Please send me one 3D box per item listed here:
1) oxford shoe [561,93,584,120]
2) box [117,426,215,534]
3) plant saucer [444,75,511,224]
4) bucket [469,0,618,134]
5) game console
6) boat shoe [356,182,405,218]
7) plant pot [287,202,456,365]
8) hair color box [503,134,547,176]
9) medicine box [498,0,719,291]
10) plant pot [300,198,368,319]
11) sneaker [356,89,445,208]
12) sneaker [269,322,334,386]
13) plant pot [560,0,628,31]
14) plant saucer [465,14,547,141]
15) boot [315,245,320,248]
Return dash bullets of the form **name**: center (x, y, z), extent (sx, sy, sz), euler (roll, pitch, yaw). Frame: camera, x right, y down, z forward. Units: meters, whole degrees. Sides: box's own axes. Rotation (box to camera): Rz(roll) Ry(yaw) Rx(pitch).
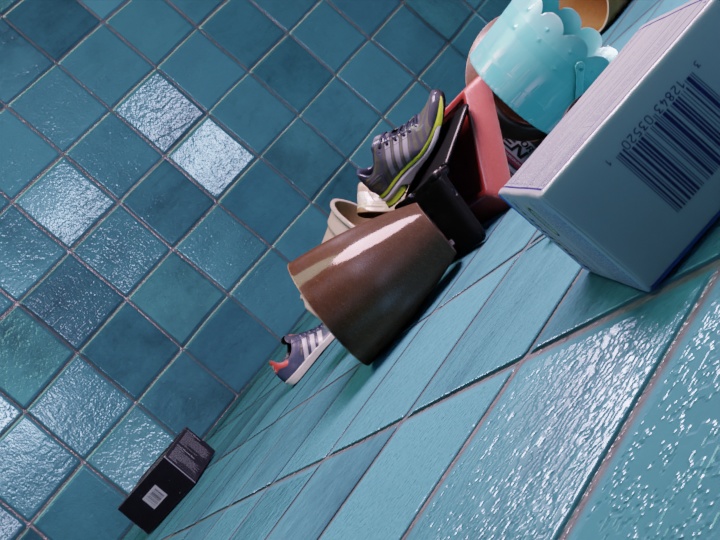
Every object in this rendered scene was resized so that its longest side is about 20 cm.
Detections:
- **oxford shoe**: center (0.226, -0.123, 1.150), extent (0.200, 0.073, 0.084), euler (-52, 3, -34)
- **box**: center (-0.478, 0.519, 2.648), extent (0.200, 0.104, 0.182), euler (-48, 5, 17)
- **plant saucer**: center (0.160, -0.171, 1.600), extent (0.037, 0.200, 0.200), euler (-8, -9, -15)
- **bucket**: center (0.263, -0.295, 1.501), extent (0.135, 0.207, 0.207), euler (-47, 4, 24)
- **game console**: center (0.136, -0.121, 1.583), extent (0.116, 0.176, 0.200), euler (-35, -1, -18)
- **boat shoe**: center (0.093, -0.122, 1.846), extent (0.072, 0.200, 0.065), euler (128, 143, -76)
- **plant pot**: center (0.031, 0.001, 1.521), extent (0.200, 0.187, 0.187), euler (-39, 5, 6)
- **hair color box**: center (0.254, -0.233, 1.696), extent (0.200, 0.099, 0.061), euler (-51, 5, -16)
- **medicine box**: center (0.209, -0.092, 0.785), extent (0.182, 0.103, 0.200), euler (-49, 3, 3)
- **plant pot**: center (-0.008, 0.003, 1.875), extent (0.184, 0.200, 0.200), euler (-59, 1, 14)
- **sneaker**: center (0.062, -0.187, 1.588), extent (0.200, 0.081, 0.074), euler (-58, 9, 27)
- **sneaker**: center (-0.117, 0.149, 2.291), extent (0.200, 0.085, 0.075), euler (-50, 4, -20)
- **plant pot**: center (0.503, -0.614, 2.206), extent (0.200, 0.186, 0.186), euler (-37, -1, -23)
- **plant saucer**: center (0.258, -0.298, 1.631), extent (0.200, 0.200, 0.034), euler (-50, 18, -7)
- **boot**: center (0.000, 0.000, 1.680), extent (0.155, 0.074, 0.200), euler (-15, -36, -12)
